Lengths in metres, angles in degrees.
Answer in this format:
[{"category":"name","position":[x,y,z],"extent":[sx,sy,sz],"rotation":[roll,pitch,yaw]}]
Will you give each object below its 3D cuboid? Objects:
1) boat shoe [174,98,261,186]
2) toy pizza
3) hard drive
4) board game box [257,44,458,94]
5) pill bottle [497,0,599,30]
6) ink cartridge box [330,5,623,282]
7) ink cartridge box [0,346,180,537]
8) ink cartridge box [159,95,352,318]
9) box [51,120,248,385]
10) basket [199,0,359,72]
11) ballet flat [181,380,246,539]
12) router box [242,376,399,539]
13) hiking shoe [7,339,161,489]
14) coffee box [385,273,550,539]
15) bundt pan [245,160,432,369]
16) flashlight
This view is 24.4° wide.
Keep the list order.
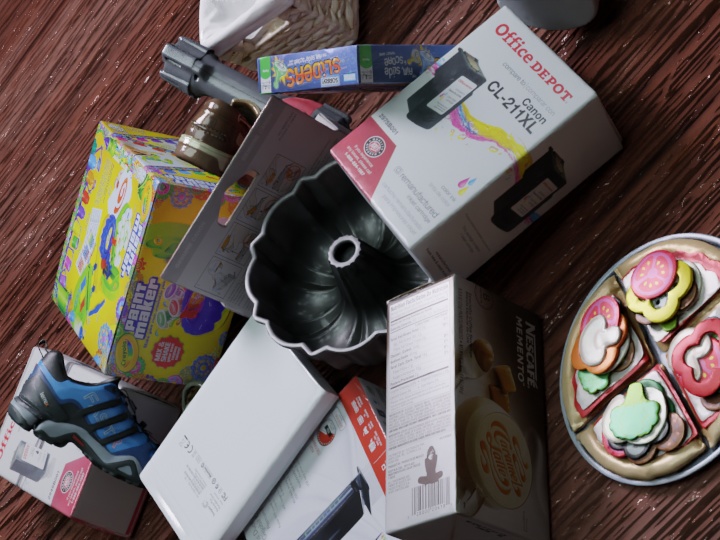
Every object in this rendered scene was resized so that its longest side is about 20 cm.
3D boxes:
[{"category":"boat shoe","position":[-0.111,-0.122,1.571],"extent":[0.074,0.202,0.076],"rotation":[24,93,8]},{"category":"toy pizza","position":[0.226,0.063,1.270],"extent":[0.199,0.032,0.203],"rotation":[-25,54,38]},{"category":"hard drive","position":[-0.114,0.152,1.518],"extent":[0.201,0.027,0.132],"rotation":[-55,46,12]},{"category":"board game box","position":[0.025,-0.181,1.494],"extent":[0.134,0.198,0.035],"rotation":[1,96,48]},{"category":"pill bottle","position":[0.177,-0.321,1.462],"extent":[0.114,0.114,0.203],"rotation":[-9,64,45]},{"category":"ink cartridge box","position":[0.097,-0.104,1.403],"extent":[0.199,0.083,0.146],"rotation":[-40,51,1]},{"category":"ink cartridge box","position":[-0.295,0.177,1.753],"extent":[0.199,0.084,0.147],"rotation":[15,82,52]},{"category":"ink cartridge box","position":[-0.080,-0.055,1.560],"extent":[0.201,0.175,0.045],"rotation":[-56,40,9]},{"category":"box","position":[-0.208,-0.018,1.678],"extent":[0.193,0.121,0.202],"rotation":[42,118,56]},{"category":"basket","position":[-0.079,-0.314,1.731],"extent":[0.135,0.123,0.202],"rotation":[-27,53,42]},{"category":"ballet flat","position":[-0.149,0.198,1.593],"extent":[0.067,0.063,0.202],"rotation":[-30,50,34]},{"category":"router box","position":[-0.011,0.226,1.435],"extent":[0.180,0.049,0.201],"rotation":[-49,42,19]},{"category":"hiking shoe","position":[-0.240,0.150,1.620],"extent":[0.087,0.199,0.074],"rotation":[-63,18,-6]},{"category":"coffee box","position":[0.085,0.121,1.334],"extent":[0.079,0.114,0.202],"rotation":[-24,53,39]},{"category":"bundt pan","position":[0.000,0.000,1.492],"extent":[0.200,0.076,0.204],"rotation":[-13,57,21]},{"category":"flashlight","position":[-0.104,-0.167,1.661],"extent":[0.199,0.068,0.068],"rotation":[29,128,19]}]
